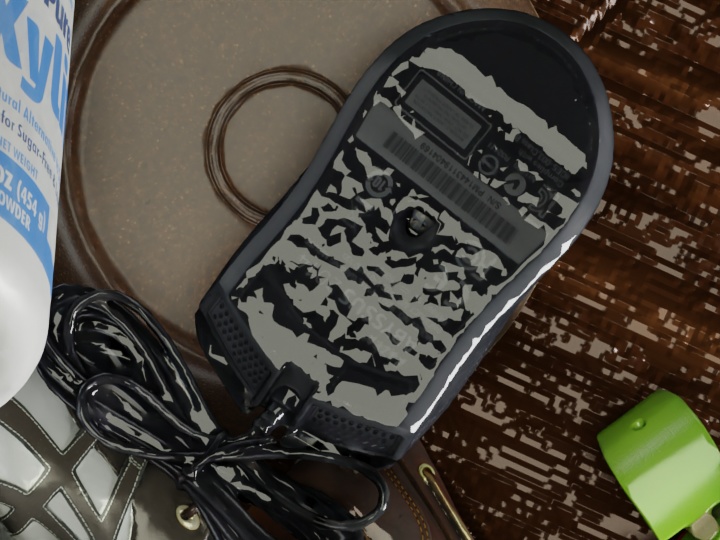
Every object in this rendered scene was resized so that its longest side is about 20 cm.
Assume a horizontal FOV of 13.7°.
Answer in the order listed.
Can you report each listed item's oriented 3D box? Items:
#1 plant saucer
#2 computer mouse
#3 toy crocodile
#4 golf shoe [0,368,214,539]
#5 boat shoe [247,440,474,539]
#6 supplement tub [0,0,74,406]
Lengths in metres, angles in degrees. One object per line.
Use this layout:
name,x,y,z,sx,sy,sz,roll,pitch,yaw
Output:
plant saucer,-0.026,-0.042,1.020,0.199,0.034,0.202,0,91,-3
computer mouse,0.000,0.000,0.975,0.138,0.053,0.200,43,83,5
toy crocodile,0.157,0.122,1.028,0.200,0.062,0.068,42,89,-9
golf shoe,-0.093,0.070,1.004,0.094,0.078,0.201,-19,103,-8
boat shoe,0.040,0.142,1.014,0.070,0.070,0.201,-37,103,-41
supplement tub,-0.154,-0.060,0.919,0.131,0.132,0.201,3,57,-3
